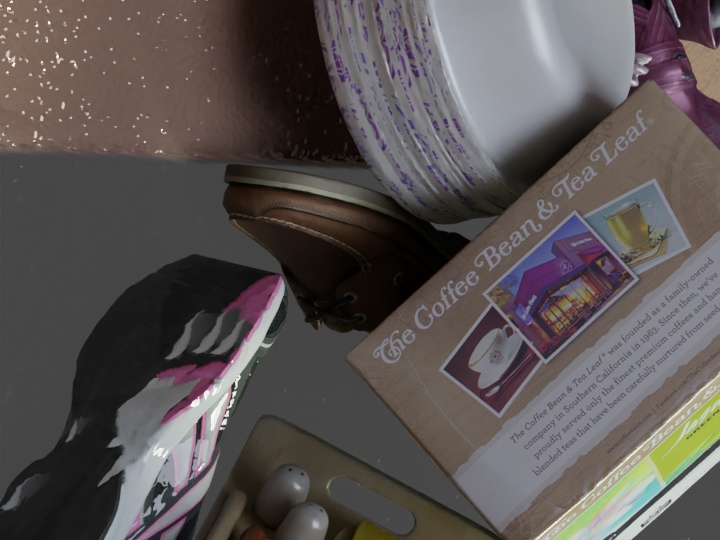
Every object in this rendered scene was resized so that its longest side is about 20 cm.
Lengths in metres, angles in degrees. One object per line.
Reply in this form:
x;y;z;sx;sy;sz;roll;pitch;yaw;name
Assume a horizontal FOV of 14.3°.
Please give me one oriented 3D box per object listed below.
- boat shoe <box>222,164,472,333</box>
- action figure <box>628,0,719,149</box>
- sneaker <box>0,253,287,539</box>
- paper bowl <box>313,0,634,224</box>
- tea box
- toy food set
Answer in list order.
0.000;0.000;1.438;0.200;0.072;0.068;23;80;-48;boat shoe
0.163;-0.100;1.587;0.133;0.149;0.201;-13;83;-30;action figure
-0.100;0.085;1.356;0.200;0.080;0.086;-53;145;-16;sneaker
0.066;-0.129;1.412;0.201;0.104;0.202;35;49;-55;paper bowl
0.120;0.040;1.412;0.200;0.134;0.197;-42;163;1;tea box
-0.008;0.145;1.354;0.061;0.143;0.200;-62;180;25;toy food set
